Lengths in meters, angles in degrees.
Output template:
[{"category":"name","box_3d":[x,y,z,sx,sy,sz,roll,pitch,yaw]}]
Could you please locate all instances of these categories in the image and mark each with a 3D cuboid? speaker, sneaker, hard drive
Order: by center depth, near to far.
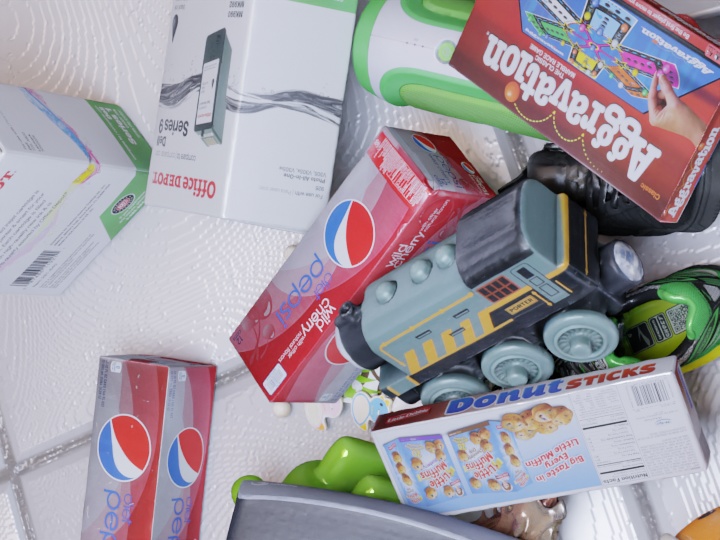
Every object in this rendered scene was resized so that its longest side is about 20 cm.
[{"category":"sneaker","box_3d":[0.151,-0.051,1.112,0.104,0.200,0.060,5,82,-6]},{"category":"hard drive","box_3d":[0.003,0.209,1.116,0.200,0.042,0.135,12,79,11]},{"category":"sneaker","box_3d":[0.150,0.057,1.152,0.200,0.085,0.078,-38,71,24]},{"category":"speaker","box_3d":[0.097,-0.134,1.191,0.200,0.088,0.088,17,96,29]}]

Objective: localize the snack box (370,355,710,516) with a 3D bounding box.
[{"category":"snack box","box_3d":[0.109,0.106,1.106,0.200,0.024,0.072,-13,113,24]}]

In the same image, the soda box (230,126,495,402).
[{"category":"soda box","box_3d":[0.000,0.000,1.201,0.200,0.070,0.063,-52,55,27]}]

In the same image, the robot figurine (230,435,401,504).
[{"category":"robot figurine","box_3d":[-0.029,0.212,1.228,0.200,0.116,0.175,-57,41,17]}]

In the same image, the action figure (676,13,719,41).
[{"category":"action figure","box_3d":[0.257,-0.085,1.072,0.200,0.052,0.065,39,115,-12]}]

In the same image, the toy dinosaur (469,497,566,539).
[{"category":"toy dinosaur","box_3d":[0.075,0.227,1.174,0.200,0.086,0.136,-36,70,9]}]

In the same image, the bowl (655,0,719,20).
[{"category":"bowl","box_3d":[0.203,-0.248,1.103,0.200,0.075,0.200,-10,84,28]}]

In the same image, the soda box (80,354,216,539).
[{"category":"soda box","box_3d":[-0.160,0.165,1.334,0.070,0.063,0.200,7,92,30]}]

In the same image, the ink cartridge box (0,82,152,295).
[{"category":"ink cartridge box","box_3d":[-0.262,-0.058,1.324,0.145,0.200,0.084,-44,69,20]}]

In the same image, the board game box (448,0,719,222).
[{"category":"board game box","box_3d":[0.137,-0.122,1.066,0.200,0.019,0.103,42,119,39]}]

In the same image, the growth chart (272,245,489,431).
[{"category":"growth chart","box_3d":[0.014,0.040,1.258,0.200,0.018,0.145,-7,82,38]}]

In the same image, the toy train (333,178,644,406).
[{"category":"toy train","box_3d":[0.076,0.021,1.115,0.200,0.114,0.085,-30,38,37]}]

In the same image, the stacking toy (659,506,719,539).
[{"category":"stacking toy","box_3d":[0.289,0.143,1.069,0.146,0.146,0.200,39,87,25]}]

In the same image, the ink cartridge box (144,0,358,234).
[{"category":"ink cartridge box","box_3d":[-0.076,-0.132,1.257,0.146,0.084,0.200,11,94,61]}]
